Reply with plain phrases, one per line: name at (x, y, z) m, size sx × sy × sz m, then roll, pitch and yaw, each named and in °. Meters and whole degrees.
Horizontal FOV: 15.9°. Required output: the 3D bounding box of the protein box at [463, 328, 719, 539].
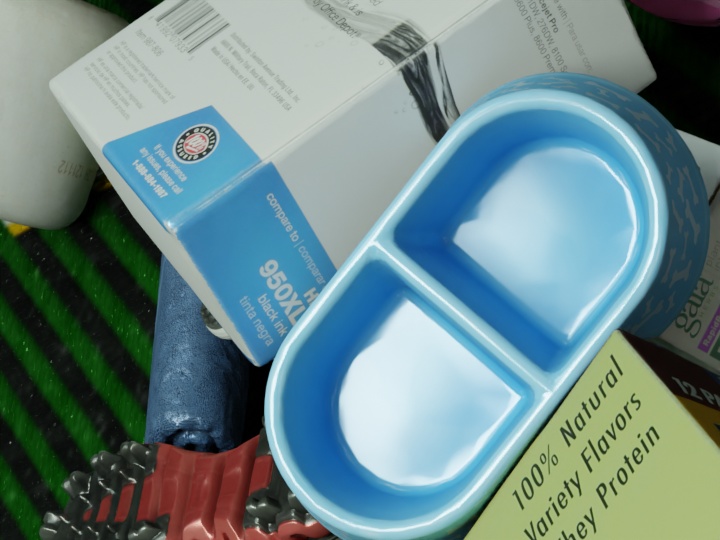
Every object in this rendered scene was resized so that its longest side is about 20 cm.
protein box at (0.122, 0.170, 0.888) m, size 0.199 × 0.134 × 0.200 m, roll -55°, pitch 37°, yaw 14°

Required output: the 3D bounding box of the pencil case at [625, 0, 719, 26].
pencil case at (0.168, -0.200, 1.083) m, size 0.094 × 0.090 × 0.201 m, roll 23°, pitch 92°, yaw 57°

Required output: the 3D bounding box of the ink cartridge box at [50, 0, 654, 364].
ink cartridge box at (-0.004, -0.077, 1.038) m, size 0.199 × 0.084 × 0.145 m, roll -36°, pitch 36°, yaw -6°

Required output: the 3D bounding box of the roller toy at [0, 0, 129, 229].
roller toy at (-0.228, -0.102, 1.446) m, size 0.200 × 0.181 × 0.141 m, roll 23°, pitch 94°, yaw 56°

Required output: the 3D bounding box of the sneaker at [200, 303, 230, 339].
sneaker at (-0.009, -0.033, 1.236) m, size 0.074 × 0.080 × 0.201 m, roll -26°, pitch 35°, yaw 52°

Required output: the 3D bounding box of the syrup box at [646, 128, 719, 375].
syrup box at (0.102, -0.024, 1.069) m, size 0.200 × 0.081 × 0.079 m, roll 29°, pitch 91°, yaw 53°

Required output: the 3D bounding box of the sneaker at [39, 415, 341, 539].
sneaker at (-0.056, 0.118, 1.169) m, size 0.199 × 0.098 × 0.071 m, roll -15°, pitch 49°, yaw 36°

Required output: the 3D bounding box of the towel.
towel at (-0.076, 0.015, 1.271) m, size 0.112 × 0.048 × 0.201 m, roll 104°, pitch 171°, yaw -58°

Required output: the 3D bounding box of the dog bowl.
dog bowl at (0.042, 0.017, 0.942) m, size 0.111 × 0.050 × 0.200 m, roll 40°, pitch 97°, yaw 11°
